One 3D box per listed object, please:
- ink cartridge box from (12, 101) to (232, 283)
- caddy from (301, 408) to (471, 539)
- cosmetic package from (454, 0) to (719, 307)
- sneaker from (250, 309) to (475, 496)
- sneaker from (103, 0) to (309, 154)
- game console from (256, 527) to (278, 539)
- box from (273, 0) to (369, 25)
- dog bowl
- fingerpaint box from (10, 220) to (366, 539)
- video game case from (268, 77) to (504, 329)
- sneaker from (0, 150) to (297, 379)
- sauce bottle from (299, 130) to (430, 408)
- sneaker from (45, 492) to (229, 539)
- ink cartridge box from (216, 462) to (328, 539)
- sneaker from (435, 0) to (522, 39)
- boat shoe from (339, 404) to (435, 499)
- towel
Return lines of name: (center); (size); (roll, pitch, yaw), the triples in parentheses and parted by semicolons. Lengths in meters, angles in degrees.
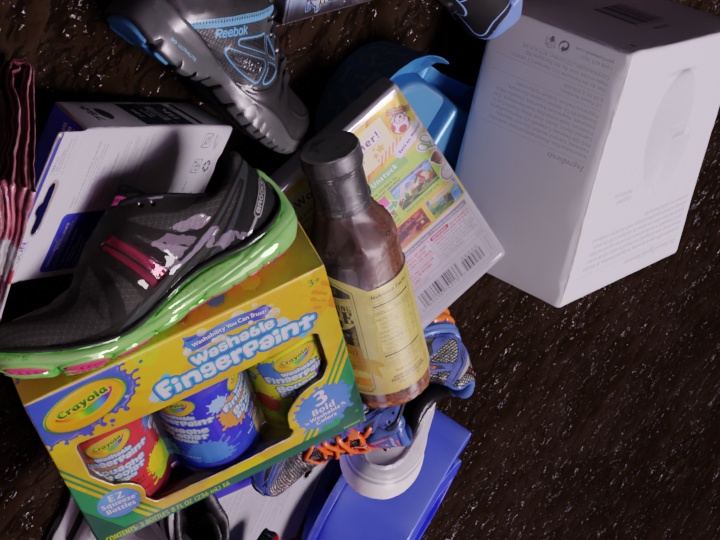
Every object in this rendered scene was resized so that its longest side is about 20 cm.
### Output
ink cartridge box: (-0.153, -0.049, 0.966); (0.100, 0.039, 0.200); (-63, 163, 15)
caddy: (0.012, 0.195, 1.436); (0.200, 0.105, 0.142); (-57, 168, -28)
cosmetic package: (0.177, -0.103, 1.261); (0.199, 0.123, 0.201); (-19, 128, -52)
sneaker: (0.001, 0.108, 1.235); (0.200, 0.079, 0.075); (-38, 156, 1)
sneaker: (-0.072, -0.135, 0.998); (0.082, 0.073, 0.200); (-55, 152, -2)
game console: (-0.166, 0.294, 1.299); (0.200, 0.118, 0.173); (-59, -174, 48)
box: (0.016, -0.234, 1.068); (0.200, 0.035, 0.110); (-25, 139, -44)
dog bowl: (0.034, -0.106, 1.216); (0.112, 0.050, 0.200); (-58, 152, 5)
fingerpaint box: (-0.109, 0.069, 1.048); (0.199, 0.073, 0.167); (-25, 139, -10)
video game case: (-0.012, -0.007, 1.142); (0.200, 0.023, 0.182); (-42, 129, -5)
sneaker: (-0.132, -0.003, 0.938); (0.200, 0.084, 0.077); (-33, -176, -25)
sauce bottle: (0.000, 0.000, 1.099); (0.066, 0.066, 0.201); (-37, 128, -30)
sneaker: (-0.161, 0.203, 1.172); (0.076, 0.115, 0.201); (-22, 137, -45)
ink cartridge box: (-0.086, 0.154, 1.305); (0.200, 0.043, 0.199); (-13, 131, -57)
sneaker: (0.045, -0.205, 1.042); (0.078, 0.070, 0.200); (-44, 144, -11)
boat shoe: (0.036, 0.103, 1.356); (0.200, 0.072, 0.069); (-57, 162, -49)
towel: (-0.209, 0.002, 0.886); (0.023, 0.144, 0.201); (12, 119, -18)
